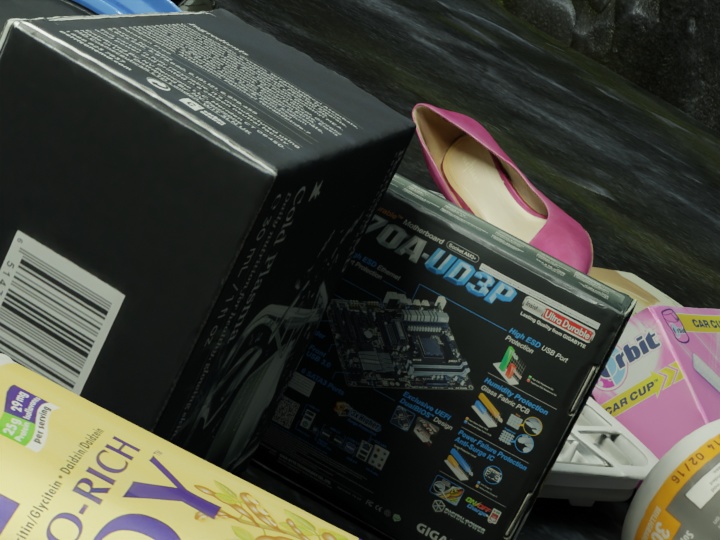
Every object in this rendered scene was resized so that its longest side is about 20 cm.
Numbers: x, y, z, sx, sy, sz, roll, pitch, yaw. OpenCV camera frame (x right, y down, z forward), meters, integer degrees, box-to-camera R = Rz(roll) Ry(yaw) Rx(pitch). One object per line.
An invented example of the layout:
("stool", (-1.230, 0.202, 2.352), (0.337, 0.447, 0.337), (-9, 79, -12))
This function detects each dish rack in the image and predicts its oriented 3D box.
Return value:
("dish rack", (0.065, 0.085, 0.939), (0.199, 0.044, 0.172), (11, 23, -41))

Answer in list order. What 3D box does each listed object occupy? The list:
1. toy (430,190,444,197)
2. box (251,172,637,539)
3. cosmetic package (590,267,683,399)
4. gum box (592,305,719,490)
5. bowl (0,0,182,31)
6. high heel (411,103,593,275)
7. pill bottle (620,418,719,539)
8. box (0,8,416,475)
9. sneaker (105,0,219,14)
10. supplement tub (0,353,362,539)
("toy", (0.063, -0.028, 1.162), (0.199, 0.048, 0.115), (8, 16, -44))
("box", (0.013, 0.040, 0.794), (0.199, 0.160, 0.046), (28, 15, 9))
("cosmetic package", (0.160, 0.045, 1.147), (0.199, 0.071, 0.105), (8, 24, -47))
("gum box", (0.237, 0.090, 1.056), (0.199, 0.066, 0.114), (4, 57, -53))
("bowl", (-0.184, -0.144, 0.998), (0.199, 0.039, 0.201), (25, 30, -15))
("high heel", (0.088, -0.045, 1.044), (0.096, 0.067, 0.200), (38, 20, -27))
("pill bottle", (0.232, 0.171, 0.795), (0.116, 0.117, 0.200), (12, 21, -39))
("box", (-0.092, 0.004, 0.677), (0.123, 0.201, 0.197), (30, 17, 9))
("sneaker", (-0.113, -0.162, 1.161), (0.076, 0.092, 0.199), (-1, -3, 39))
("supplement tub", (-0.094, 0.109, 0.451), (0.199, 0.146, 0.145), (26, 16, 2))
